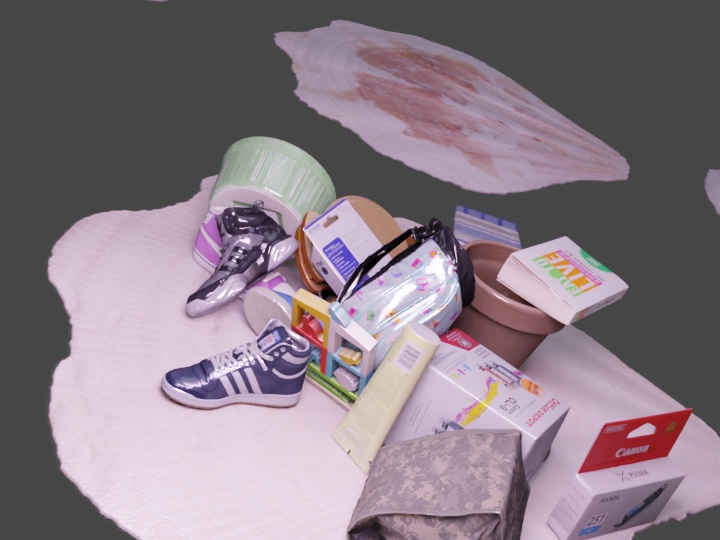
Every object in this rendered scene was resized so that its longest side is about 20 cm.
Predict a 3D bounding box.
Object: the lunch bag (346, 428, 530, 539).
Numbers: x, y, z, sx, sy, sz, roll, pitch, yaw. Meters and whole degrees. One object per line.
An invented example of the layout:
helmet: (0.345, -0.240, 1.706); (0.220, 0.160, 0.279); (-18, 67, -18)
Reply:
lunch bag: (0.092, 0.279, 1.250); (0.198, 0.119, 0.164); (-3, 26, 18)

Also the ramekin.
ramekin: (-0.147, -0.107, 1.674); (0.198, 0.201, 0.098); (23, 54, 1)

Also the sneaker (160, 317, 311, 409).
sneaker: (-0.156, 0.119, 1.363); (0.198, 0.109, 0.070); (5, 31, -30)

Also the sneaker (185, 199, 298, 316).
sneaker: (-0.195, -0.022, 1.532); (0.199, 0.075, 0.114); (-36, 89, -25)

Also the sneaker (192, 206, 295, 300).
sneaker: (-0.170, -0.025, 1.604); (0.199, 0.115, 0.073); (33, 28, 16)

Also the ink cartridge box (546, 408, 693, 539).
ink cartridge box: (0.363, 0.276, 1.403); (0.198, 0.177, 0.045); (-2, 36, -37)

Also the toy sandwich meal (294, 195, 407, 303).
toy sandwich meal: (-0.010, -0.020, 1.613); (0.204, 0.070, 0.207); (17, 63, -36)

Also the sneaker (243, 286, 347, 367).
sneaker: (-0.071, 0.078, 1.534); (0.199, 0.077, 0.111); (30, 30, 14)

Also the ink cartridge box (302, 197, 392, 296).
ink cartridge box: (0.000, 0.000, 1.527); (0.099, 0.039, 0.201); (-37, 91, -34)

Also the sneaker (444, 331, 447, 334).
sneaker: (0.049, 0.104, 1.599); (0.199, 0.079, 0.070); (18, 21, 42)

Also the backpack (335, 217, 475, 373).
backpack: (0.060, 0.046, 1.421); (0.199, 0.167, 0.127); (-34, 62, -12)

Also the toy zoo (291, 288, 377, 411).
toy zoo: (-0.038, 0.105, 1.392); (0.131, 0.201, 0.020); (33, 56, 21)

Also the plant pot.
plant pot: (0.214, 0.076, 1.643); (0.198, 0.176, 0.201); (18, 28, -10)

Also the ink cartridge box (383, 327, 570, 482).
ink cartridge box: (0.152, 0.203, 1.403); (0.199, 0.146, 0.145); (34, 26, 19)

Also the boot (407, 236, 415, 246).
boot: (0.053, -0.056, 1.906); (0.198, 0.069, 0.188); (22, 34, 14)

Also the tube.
tube: (0.032, 0.159, 1.342); (0.052, 0.201, 0.058); (27, 16, -13)

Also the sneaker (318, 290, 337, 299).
sneaker: (0.008, 0.026, 1.711); (0.198, 0.076, 0.088); (7, 48, -24)

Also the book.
book: (0.314, 0.015, 1.597); (0.133, 0.048, 0.199); (40, 30, 22)

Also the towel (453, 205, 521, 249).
towel: (0.253, -0.067, 2.088); (0.145, 0.024, 0.200); (19, 26, -3)

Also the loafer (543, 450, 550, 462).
loafer: (0.192, 0.206, 1.517); (0.199, 0.076, 0.067); (39, 29, 8)
